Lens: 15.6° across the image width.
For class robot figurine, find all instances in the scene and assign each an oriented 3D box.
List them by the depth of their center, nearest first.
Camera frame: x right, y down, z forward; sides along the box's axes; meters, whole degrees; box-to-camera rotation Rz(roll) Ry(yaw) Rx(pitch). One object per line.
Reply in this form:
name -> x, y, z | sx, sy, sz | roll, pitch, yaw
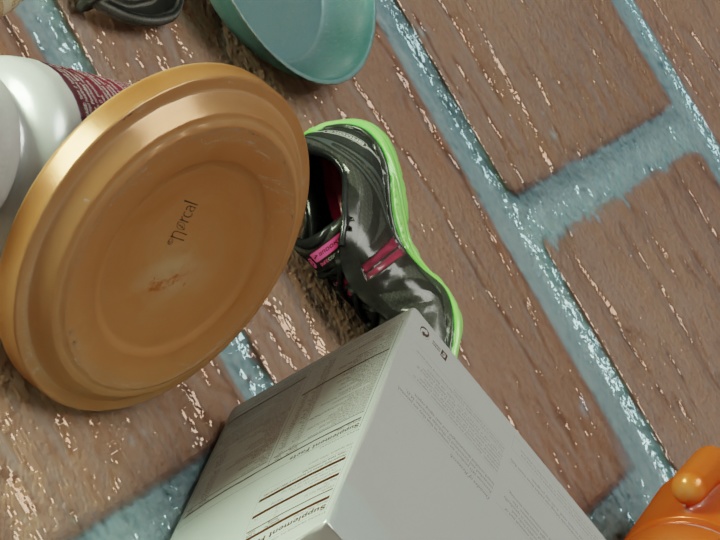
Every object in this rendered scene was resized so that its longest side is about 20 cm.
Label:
robot figurine -> 0.229, 0.204, 1.746 | 0.117, 0.144, 0.200 | 37, 29, 7

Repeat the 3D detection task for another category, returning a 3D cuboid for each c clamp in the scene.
c clamp -> -0.186, -0.227, 1.604 | 0.200, 0.027, 0.171 | 56, 25, -3

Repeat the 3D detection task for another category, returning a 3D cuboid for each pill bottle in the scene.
pill bottle -> -0.165, -0.054, 1.388 | 0.200, 0.109, 0.110 | 11, 55, -53

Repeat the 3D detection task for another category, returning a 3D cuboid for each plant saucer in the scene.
plant saucer -> -0.102, -0.013, 1.374 | 0.032, 0.201, 0.200 | 35, 15, 34
plant saucer -> -0.060, -0.213, 1.740 | 0.200, 0.036, 0.201 | 33, 48, -46

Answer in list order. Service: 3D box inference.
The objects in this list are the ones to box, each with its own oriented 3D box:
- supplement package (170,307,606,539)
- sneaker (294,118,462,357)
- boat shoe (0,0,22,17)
supplement package -> 0.011, 0.170, 1.414 | 0.191, 0.147, 0.200 | 50, 31, -16
sneaker -> 0.000, 0.000, 1.644 | 0.084, 0.077, 0.200 | -6, 64, -39
boat shoe -> -0.257, -0.219, 1.437 | 0.200, 0.071, 0.065 | 45, 54, 0
